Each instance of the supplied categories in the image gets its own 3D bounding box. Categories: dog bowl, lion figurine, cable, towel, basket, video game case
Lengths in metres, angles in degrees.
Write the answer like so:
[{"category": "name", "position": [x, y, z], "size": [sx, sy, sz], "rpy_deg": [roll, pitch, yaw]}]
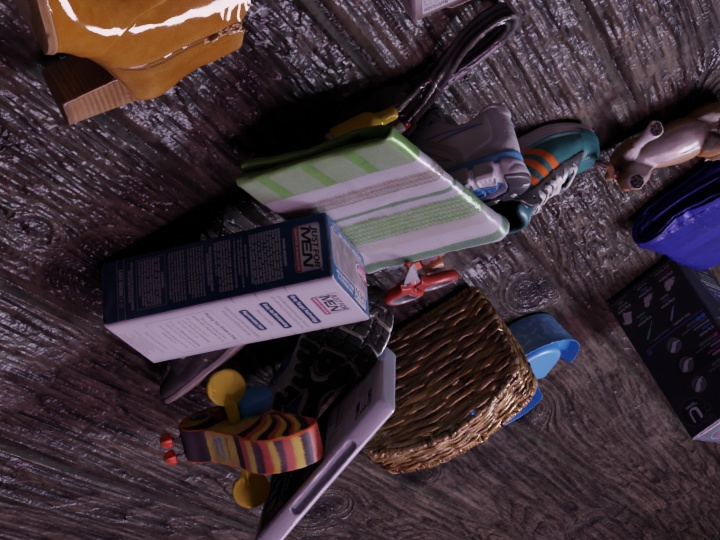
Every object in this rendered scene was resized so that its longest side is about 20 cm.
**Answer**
[{"category": "dog bowl", "position": [0.181, 0.122, 1.812], "size": [0.111, 0.050, 0.200], "rpy_deg": [-11, 149, -32]}, {"category": "lion figurine", "position": [0.302, -0.119, 1.477], "size": [0.199, 0.073, 0.122], "rpy_deg": [-12, 179, -12]}, {"category": "cable", "position": [0.052, -0.133, 1.223], "size": [0.200, 0.050, 0.097], "rpy_deg": [-31, 155, 11]}, {"category": "towel", "position": [0.014, -0.058, 1.219], "size": [0.149, 0.031, 0.200], "rpy_deg": [-14, 152, 27]}, {"category": "basket", "position": [0.090, 0.138, 1.645], "size": [0.200, 0.143, 0.149], "rpy_deg": [-30, 153, 4]}, {"category": "towel", "position": [0.397, -0.064, 1.702], "size": [0.147, 0.050, 0.200], "rpy_deg": [-32, 155, 23]}, {"category": "video game case", "position": [-0.030, 0.167, 1.457], "size": [0.182, 0.023, 0.200], "rpy_deg": [-50, -174, 9]}]

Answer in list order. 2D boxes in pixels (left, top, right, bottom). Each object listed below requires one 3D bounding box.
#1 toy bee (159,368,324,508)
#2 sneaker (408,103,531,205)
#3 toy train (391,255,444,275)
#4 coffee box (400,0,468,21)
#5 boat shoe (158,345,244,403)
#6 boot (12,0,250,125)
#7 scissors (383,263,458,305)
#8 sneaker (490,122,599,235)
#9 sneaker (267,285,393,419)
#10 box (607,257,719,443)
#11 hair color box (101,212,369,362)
[{"category": "toy bee", "position": [-0.125, 0.161, 1.418], "size": [0.108, 0.131, 0.200], "rpy_deg": [-23, 179, -28]}, {"category": "sneaker", "position": [0.053, -0.088, 1.290], "size": [0.200, 0.087, 0.075], "rpy_deg": [-16, 160, 31]}, {"category": "toy train", "position": [0.000, 0.000, 1.408], "size": [0.200, 0.056, 0.150], "rpy_deg": [-26, 154, -6]}, {"category": "coffee box", "position": [0.036, -0.261, 0.911], "size": [0.080, 0.115, 0.200], "rpy_deg": [-25, 155, -8]}, {"category": "boat shoe", "position": [-0.132, 0.055, 1.384], "size": [0.200, 0.057, 0.067], "rpy_deg": [-39, 180, 41]}, {"category": "boot", "position": [-0.142, -0.177, 0.951], "size": [0.144, 0.071, 0.201], "rpy_deg": [-30, 158, -12]}, {"category": "scissors", "position": [0.041, 0.014, 1.385], "size": [0.073, 0.014, 0.200], "rpy_deg": [-21, 173, 13]}, {"category": "sneaker", "position": [0.146, -0.073, 1.388], "size": [0.200, 0.080, 0.071], "rpy_deg": [-19, 153, -25]}, {"category": "sneaker", "position": [-0.042, 0.089, 1.518], "size": [0.200, 0.078, 0.089], "rpy_deg": [-49, -169, 14]}, {"category": "box", "position": [0.406, 0.096, 1.815], "size": [0.106, 0.200, 0.122], "rpy_deg": [-40, 151, 22]}, {"category": "hair color box", "position": [-0.103, 0.017, 1.256], "size": [0.199, 0.061, 0.100], "rpy_deg": [-12, 156, 14]}]
